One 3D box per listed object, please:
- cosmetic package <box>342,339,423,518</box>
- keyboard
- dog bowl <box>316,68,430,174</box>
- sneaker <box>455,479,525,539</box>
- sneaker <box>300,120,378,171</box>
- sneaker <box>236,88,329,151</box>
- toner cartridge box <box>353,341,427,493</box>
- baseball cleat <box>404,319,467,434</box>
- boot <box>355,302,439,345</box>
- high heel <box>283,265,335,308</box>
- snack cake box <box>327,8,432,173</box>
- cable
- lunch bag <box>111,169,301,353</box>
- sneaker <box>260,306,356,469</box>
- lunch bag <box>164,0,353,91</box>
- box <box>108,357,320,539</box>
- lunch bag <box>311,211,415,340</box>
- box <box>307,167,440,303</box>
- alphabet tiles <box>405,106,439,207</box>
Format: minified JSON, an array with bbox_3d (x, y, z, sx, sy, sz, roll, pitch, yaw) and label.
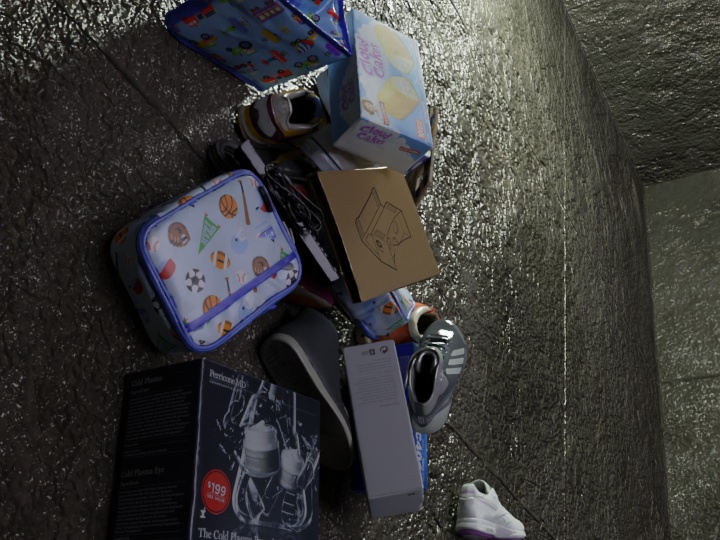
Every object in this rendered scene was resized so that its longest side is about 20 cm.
[{"bbox_3d":[0.027,0.203,1.055,0.101,0.071,0.200,85,-5,-59],"label":"cosmetic package"},{"bbox_3d":[-0.075,-0.070,0.969,0.040,0.104,0.200,-36,101,-12],"label":"keyboard"},{"bbox_3d":[0.022,-0.235,1.254,0.200,0.079,0.200,51,18,-23],"label":"dog bowl"},{"bbox_3d":[0.227,0.413,1.404,0.200,0.075,0.100,33,51,-51],"label":"sneaker"},{"bbox_3d":[0.001,-0.130,1.133,0.200,0.071,0.073,42,7,-49],"label":"sneaker"},{"bbox_3d":[-0.077,-0.205,1.117,0.200,0.090,0.075,-24,99,-61],"label":"sneaker"},{"bbox_3d":[0.043,0.207,1.148,0.043,0.095,0.200,37,48,-51],"label":"toner cartridge box"},{"bbox_3d":[0.103,0.119,1.097,0.200,0.070,0.106,-76,163,-47],"label":"baseball cleat"},{"bbox_3d":[0.084,0.084,1.264,0.200,0.107,0.075,-17,91,-63],"label":"boot"},{"bbox_3d":[-0.096,-0.022,1.032,0.200,0.067,0.096,29,63,-37],"label":"high heel"},{"bbox_3d":[0.022,-0.239,1.092,0.115,0.067,0.200,18,51,-31],"label":"snack cake box"},{"bbox_3d":[-0.119,-0.117,1.067,0.200,0.050,0.097,-5,74,-51],"label":"cable"},{"bbox_3d":[-0.152,-0.009,0.871,0.200,0.076,0.160,-37,108,-45],"label":"lunch bag"},{"bbox_3d":[-0.043,0.147,1.042,0.106,0.075,0.200,-46,117,-56],"label":"sneaker"},{"bbox_3d":[-0.128,-0.305,1.008,0.200,0.151,0.094,4,75,-60],"label":"lunch bag"},{"bbox_3d":[-0.137,0.204,0.823,0.200,0.104,0.182,32,50,-52],"label":"box"},{"bbox_3d":[0.000,0.000,1.125,0.200,0.076,0.160,58,10,-4],"label":"lunch bag"},{"bbox_3d":[0.023,-0.052,1.052,0.200,0.021,0.164,-15,84,-57],"label":"box"},{"bbox_3d":[0.093,-0.169,1.364,0.008,0.167,0.200,16,54,-10],"label":"alphabet tiles"}]
